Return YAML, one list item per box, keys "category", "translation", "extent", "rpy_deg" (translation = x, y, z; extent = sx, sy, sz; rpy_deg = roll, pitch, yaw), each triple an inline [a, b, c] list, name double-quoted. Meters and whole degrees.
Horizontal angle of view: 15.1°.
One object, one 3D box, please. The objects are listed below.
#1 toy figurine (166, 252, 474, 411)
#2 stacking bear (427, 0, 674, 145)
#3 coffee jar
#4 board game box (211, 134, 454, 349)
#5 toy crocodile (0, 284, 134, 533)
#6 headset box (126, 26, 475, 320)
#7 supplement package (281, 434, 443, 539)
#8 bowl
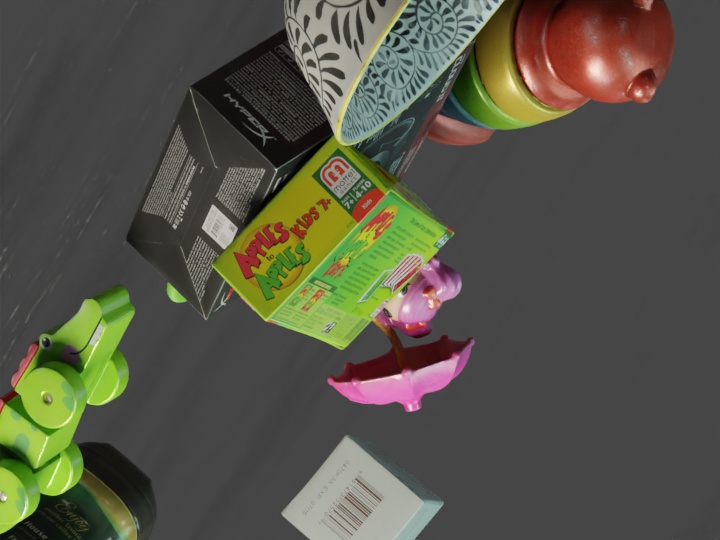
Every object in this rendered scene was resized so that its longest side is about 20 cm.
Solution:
- category: "toy figurine"
  translation: [0.000, 0.000, 1.774]
  extent: [0.150, 0.184, 0.200]
  rpy_deg: [-37, 164, -53]
- category: "stacking bear"
  translation: [0.109, -0.139, 1.666]
  extent: [0.113, 0.200, 0.122]
  rpy_deg: [1, 91, -42]
- category: "coffee jar"
  translation: [-0.224, 0.203, 1.825]
  extent: [0.200, 0.085, 0.104]
  rpy_deg: [-43, 168, -40]
- category: "board game box"
  translation: [-0.012, -0.013, 1.589]
  extent: [0.102, 0.048, 0.200]
  rpy_deg: [-47, 167, 4]
- category: "toy crocodile"
  translation: [-0.193, 0.088, 1.631]
  extent: [0.067, 0.062, 0.200]
  rpy_deg: [-34, 157, -58]
- category: "headset box"
  translation: [-0.029, -0.081, 1.605]
  extent: [0.200, 0.077, 0.149]
  rpy_deg: [-37, 164, -37]
- category: "supplement package"
  translation: [0.004, 0.265, 3.022]
  extent: [0.117, 0.117, 0.200]
  rpy_deg: [-51, 170, 0]
- category: "bowl"
  translation: [0.019, -0.174, 1.461]
  extent: [0.201, 0.094, 0.201]
  rpy_deg: [-48, 171, -10]
